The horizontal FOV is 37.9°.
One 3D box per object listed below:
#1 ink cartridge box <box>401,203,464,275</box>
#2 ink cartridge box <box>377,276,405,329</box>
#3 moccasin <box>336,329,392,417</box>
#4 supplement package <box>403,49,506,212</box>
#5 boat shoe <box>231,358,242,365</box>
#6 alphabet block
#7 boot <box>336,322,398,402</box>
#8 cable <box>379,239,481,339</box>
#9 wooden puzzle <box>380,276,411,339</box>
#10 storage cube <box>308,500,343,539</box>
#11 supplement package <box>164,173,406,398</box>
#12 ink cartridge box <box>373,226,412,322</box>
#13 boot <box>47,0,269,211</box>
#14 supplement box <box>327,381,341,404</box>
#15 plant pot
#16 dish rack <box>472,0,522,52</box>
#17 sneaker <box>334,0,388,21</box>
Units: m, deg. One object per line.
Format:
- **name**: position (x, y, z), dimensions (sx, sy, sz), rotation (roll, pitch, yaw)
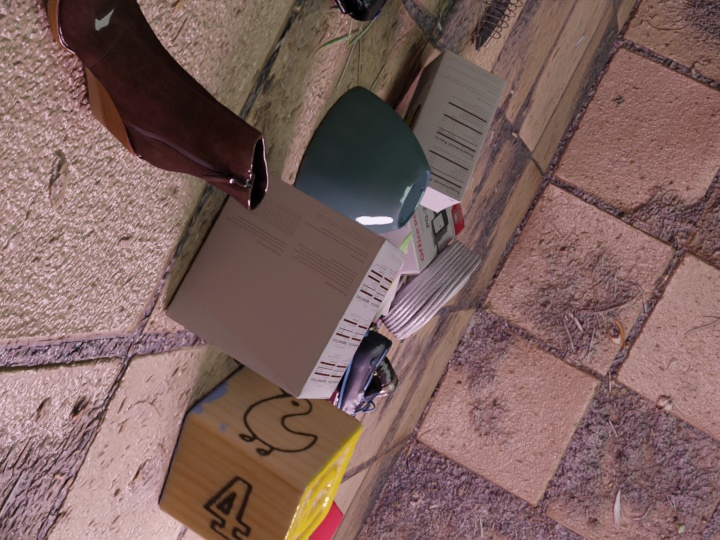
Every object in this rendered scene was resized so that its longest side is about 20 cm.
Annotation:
- **ink cartridge box**: position (0.088, -0.096, 1.729), dimensions (0.200, 0.082, 0.147), rotation (-43, 125, -53)
- **ink cartridge box**: position (0.011, 0.038, 1.850), dimensions (0.202, 0.075, 0.165), rotation (-65, 165, 12)
- **moccasin**: position (0.003, 0.187, 1.679), dimensions (0.081, 0.067, 0.202), rotation (-78, -177, -53)
- **supplement package**: position (0.122, -0.207, 1.577), dimensions (0.202, 0.109, 0.114), rotation (-68, -168, -11)
- **boat shoe**: position (-0.089, 0.088, 1.492), dimensions (0.199, 0.057, 0.067), rotation (-26, 136, -27)
- **alphabet block**: position (-0.142, 0.283, 1.510), dimensions (0.195, 0.199, 0.198), rotation (-41, 155, -56)
- **boot**: position (-0.045, 0.148, 1.744), dimensions (0.074, 0.197, 0.152), rotation (-80, 161, -51)
- **cable**: position (0.116, 0.030, 1.784), dimensions (0.200, 0.069, 0.200), rotation (-44, 179, -4)
- **wooden puzzle**: position (0.050, 0.113, 2.206), dimensions (0.201, 0.046, 0.186), rotation (-58, 167, -34)
- **storage cube**: position (-0.151, 0.451, 1.869), dimensions (0.201, 0.170, 0.180), rotation (-57, 164, -15)
- **supplement package**: position (-0.082, 0.017, 1.229), dimensions (0.202, 0.190, 0.147), rotation (-60, 165, 0)
- **ink cartridge box**: position (0.000, 0.000, 1.645), dimensions (0.067, 0.116, 0.201), rotation (-50, 162, -41)
- **boot**: position (-0.138, -0.140, 0.773), dimensions (0.073, 0.165, 0.201), rotation (-54, 164, -27)
- **supplement box**: position (-0.101, 0.234, 1.735), dimensions (0.061, 0.108, 0.201), rotation (-76, -178, -50)
- **plant pot**: position (0.016, -0.128, 1.423), dimensions (0.201, 0.134, 0.201), rotation (-56, 166, -22)
- **dish rack**: position (0.247, -0.465, 1.770), dimensions (0.154, 0.054, 0.201), rotation (-55, 165, -24)
- **sneaker**: position (0.019, -0.348, 1.133), dimensions (0.112, 0.073, 0.201), rotation (-56, 166, -28)
